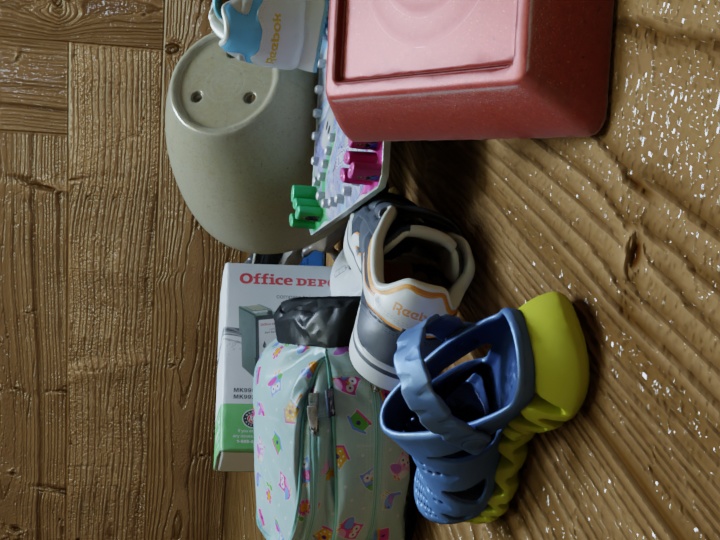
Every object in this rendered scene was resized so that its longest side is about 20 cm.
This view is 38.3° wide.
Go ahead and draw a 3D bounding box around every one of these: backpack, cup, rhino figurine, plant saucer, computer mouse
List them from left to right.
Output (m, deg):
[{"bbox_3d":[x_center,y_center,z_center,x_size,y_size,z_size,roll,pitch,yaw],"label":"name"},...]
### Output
[{"bbox_3d":[-0.095,-0.134,0.922,0.143,0.199,0.202,52,-146,-64],"label":"cup"},{"bbox_3d":[-0.034,-0.069,1.129,0.200,0.059,0.088,108,164,-61],"label":"rhino figurine"},{"bbox_3d":[-0.019,0.121,0.810,0.167,0.126,0.202,180,89,-77],"label":"backpack"},{"bbox_3d":[0.000,0.000,0.962,0.200,0.044,0.111,118,152,-67],"label":"computer mouse"},{"bbox_3d":[0.044,-0.170,0.535,0.199,0.037,0.202,8,95,52],"label":"plant saucer"}]

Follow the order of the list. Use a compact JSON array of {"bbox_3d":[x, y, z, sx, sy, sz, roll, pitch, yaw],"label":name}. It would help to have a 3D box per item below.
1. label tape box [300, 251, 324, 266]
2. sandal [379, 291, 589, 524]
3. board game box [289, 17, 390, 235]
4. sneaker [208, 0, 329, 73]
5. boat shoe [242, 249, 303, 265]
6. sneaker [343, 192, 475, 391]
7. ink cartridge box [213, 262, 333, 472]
[{"bbox_3d":[-0.094,-0.028,1.437,0.200,0.063,0.145,135,138,-74],"label":"label tape box"},{"bbox_3d":[0.050,0.077,0.553,0.201,0.086,0.080,103,164,-52],"label":"sandal"},{"bbox_3d":[-0.016,-0.141,0.763,0.200,0.026,0.202,155,119,-72],"label":"board game box"},{"bbox_3d":[-0.076,-0.219,0.810,0.200,0.080,0.077,-108,26,-57],"label":"sneaker"},{"bbox_3d":[-0.113,0.007,1.181,0.074,0.060,0.201,83,-152,-70],"label":"boat shoe"},{"bbox_3d":[0.034,-0.011,0.687,0.201,0.078,0.080,-93,21,-56],"label":"sneaker"},{"bbox_3d":[-0.074,0.098,1.059,0.084,0.145,0.201,112,158,-63],"label":"ink cartridge box"}]
